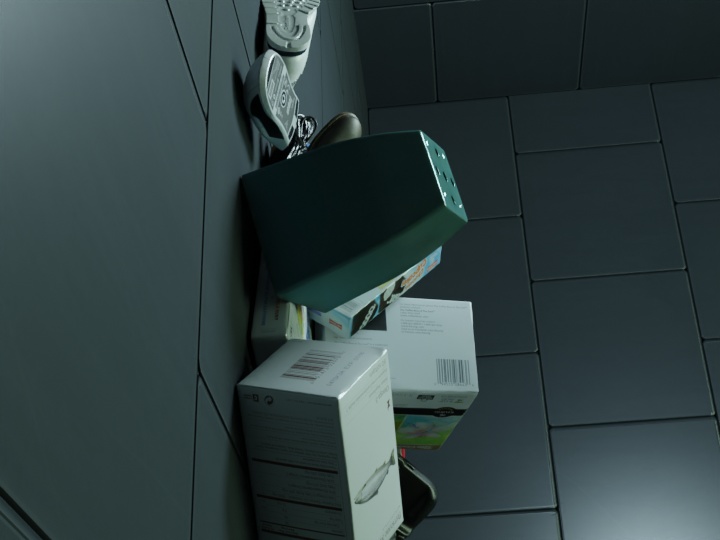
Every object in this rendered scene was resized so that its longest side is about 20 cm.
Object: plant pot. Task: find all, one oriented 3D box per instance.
[{"bbox_3d":[0.003,-0.064,1.311,0.141,0.199,0.142,22,47,-67],"label":"plant pot"}]

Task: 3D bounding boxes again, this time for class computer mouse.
[{"bbox_3d":[-0.099,-0.182,1.397,0.200,0.043,0.111,66,33,-59],"label":"computer mouse"}]

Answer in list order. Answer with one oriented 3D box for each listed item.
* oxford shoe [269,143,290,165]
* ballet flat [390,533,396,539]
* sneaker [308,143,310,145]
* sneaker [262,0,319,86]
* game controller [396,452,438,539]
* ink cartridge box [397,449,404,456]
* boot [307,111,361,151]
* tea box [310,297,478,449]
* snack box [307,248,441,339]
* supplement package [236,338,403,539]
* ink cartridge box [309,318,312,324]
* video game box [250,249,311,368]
[{"bbox_3d":[-0.077,-0.079,1.562,0.071,0.071,0.202,-104,-173,-65],"label":"oxford shoe"},{"bbox_3d":[-0.028,0.274,1.480,0.201,0.066,0.057,56,34,-11],"label":"ballet flat"},{"bbox_3d":[-0.069,-0.072,1.636,0.078,0.069,0.202,-128,-146,-85],"label":"sneaker"},{"bbox_3d":[-0.097,-0.306,1.586,0.201,0.076,0.081,-82,179,-53],"label":"sneaker"},{"bbox_3d":[0.008,0.267,1.546,0.200,0.104,0.042,41,-1,-22],"label":"game controller"},{"bbox_3d":[0.024,0.246,1.898,0.200,0.174,0.085,-82,166,-72],"label":"ink cartridge box"},{"bbox_3d":[-0.029,-0.099,1.469,0.074,0.097,0.201,31,79,-36],"label":"boot"},{"bbox_3d":[0.030,0.136,1.580,0.197,0.198,0.135,112,-21,-59],"label":"tea box"},{"bbox_3d":[0.000,0.000,1.520,0.200,0.116,0.037,-37,144,-41],"label":"snack box"},{"bbox_3d":[-0.037,0.187,1.219,0.117,0.116,0.202,-41,130,-56],"label":"supplement package"},{"bbox_3d":[0.006,0.057,1.636,0.109,0.198,0.051,78,7,-65],"label":"ink cartridge box"},{"bbox_3d":[-0.085,0.093,1.380,0.183,0.046,0.201,-85,171,-54],"label":"video game box"}]
